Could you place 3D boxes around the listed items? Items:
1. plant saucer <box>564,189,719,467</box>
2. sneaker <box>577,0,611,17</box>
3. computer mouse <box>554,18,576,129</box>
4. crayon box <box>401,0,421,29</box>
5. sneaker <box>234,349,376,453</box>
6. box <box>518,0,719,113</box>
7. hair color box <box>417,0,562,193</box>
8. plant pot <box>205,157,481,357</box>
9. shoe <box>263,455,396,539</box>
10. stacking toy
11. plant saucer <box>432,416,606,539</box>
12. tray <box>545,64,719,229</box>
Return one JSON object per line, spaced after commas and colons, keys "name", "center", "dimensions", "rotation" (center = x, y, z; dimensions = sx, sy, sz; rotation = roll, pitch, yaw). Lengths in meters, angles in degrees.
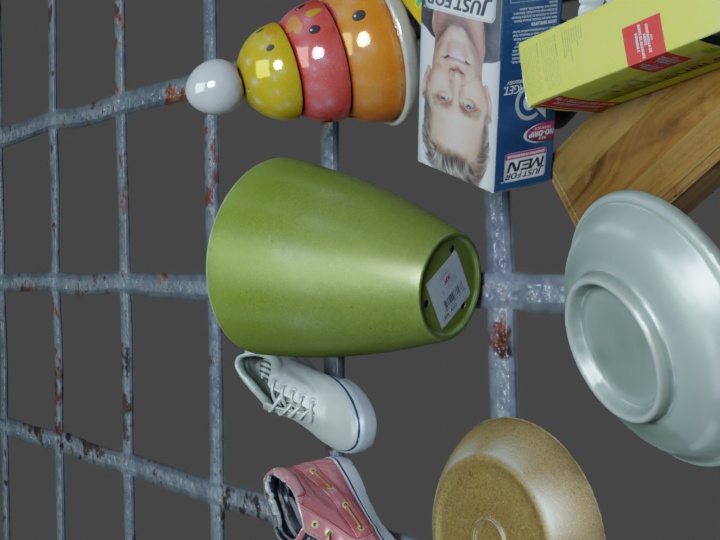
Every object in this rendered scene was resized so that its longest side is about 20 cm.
{"name": "plant saucer", "center": [0.189, 0.047, 0.773], "dimensions": [0.200, 0.050, 0.200], "rotation": [54, 155, 39]}
{"name": "sneaker", "center": [0.203, -0.256, 0.809], "dimensions": [0.082, 0.077, 0.200], "rotation": [-92, 13, -61]}
{"name": "computer mouse", "center": [0.142, -0.198, 0.853], "dimensions": [0.059, 0.034, 0.200], "rotation": [20, 127, 38]}
{"name": "crayon box", "center": [0.102, -0.249, 0.940], "dimensions": [0.126, 0.052, 0.200], "rotation": [59, 135, 34]}
{"name": "sneaker", "center": [-0.061, 0.133, 1.156], "dimensions": [0.200, 0.071, 0.073], "rotation": [25, 111, 50]}
{"name": "box", "center": [0.199, -0.153, 0.737], "dimensions": [0.200, 0.075, 0.050], "rotation": [-14, 80, 52]}
{"name": "hair color box", "center": [0.096, -0.169, 0.857], "dimensions": [0.100, 0.060, 0.200], "rotation": [30, 128, 51]}
{"name": "plant pot", "center": [0.000, 0.000, 1.006], "dimensions": [0.200, 0.187, 0.187], "rotation": [9, 99, 38]}
{"name": "shoe", "center": [-0.020, 0.267, 1.088], "dimensions": [0.200, 0.091, 0.072], "rotation": [58, 134, 34]}
{"name": "stacking toy", "center": [-0.058, -0.179, 1.014], "dimensions": [0.146, 0.200, 0.146], "rotation": [161, 90, -73]}
{"name": "plant saucer", "center": [0.119, 0.224, 0.947], "dimensions": [0.200, 0.035, 0.201], "rotation": [2, 92, 54]}
{"name": "tray", "center": [0.219, -0.098, 0.802], "dimensions": [0.200, 0.037, 0.099], "rotation": [-49, 53, 43]}
